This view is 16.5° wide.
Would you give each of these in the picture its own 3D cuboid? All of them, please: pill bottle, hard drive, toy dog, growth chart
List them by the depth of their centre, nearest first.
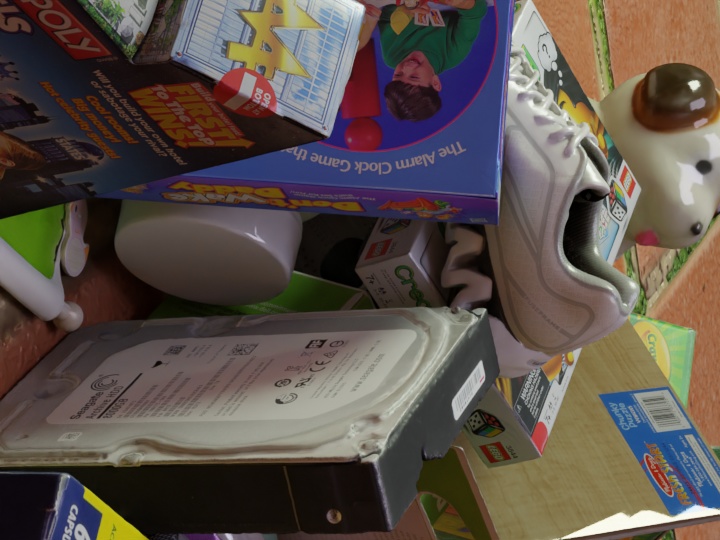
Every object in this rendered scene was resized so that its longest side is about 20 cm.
[{"bbox_3d":[-0.057,0.061,1.032,0.140,0.200,0.038,-48,129,-56],"label":"hard drive"},{"bbox_3d":[-0.141,-0.084,1.077,0.145,0.018,0.200,35,58,-62],"label":"growth chart"},{"bbox_3d":[-0.053,-0.089,1.161,0.112,0.112,0.200,53,41,-53],"label":"pill bottle"},{"bbox_3d":[0.127,-0.058,1.459,0.140,0.200,0.194,65,33,-43],"label":"toy dog"}]

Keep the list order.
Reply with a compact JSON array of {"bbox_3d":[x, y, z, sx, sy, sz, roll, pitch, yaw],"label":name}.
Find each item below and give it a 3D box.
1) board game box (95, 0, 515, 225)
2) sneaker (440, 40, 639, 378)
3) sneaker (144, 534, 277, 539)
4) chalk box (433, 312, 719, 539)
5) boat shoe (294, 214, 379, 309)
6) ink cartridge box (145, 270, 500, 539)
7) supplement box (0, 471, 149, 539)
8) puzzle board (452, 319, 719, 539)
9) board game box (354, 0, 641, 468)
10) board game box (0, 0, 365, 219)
[{"bbox_3d":[-0.036,-0.095,1.045,0.045,0.200,0.135,75,20,-77],"label":"board game box"},{"bbox_3d":[0.066,-0.057,1.087,0.075,0.081,0.200,-13,86,-54],"label":"sneaker"},{"bbox_3d":[-0.067,0.202,1.167,0.200,0.078,0.140,57,39,-35],"label":"sneaker"},{"bbox_3d":[0.106,0.094,1.367,0.124,0.200,0.124,122,-17,-60],"label":"chalk box"},{"bbox_3d":[0.000,0.000,1.226,0.060,0.074,0.200,42,11,-51],"label":"boat shoe"},{"bbox_3d":[0.005,0.085,1.159,0.076,0.200,0.148,-49,136,-31],"label":"ink cartridge box"},{"bbox_3d":[-0.127,0.165,0.979,0.200,0.109,0.109,51,43,-55],"label":"supplement box"},{"bbox_3d":[0.088,0.060,1.265,0.200,0.151,0.017,61,-38,35],"label":"puzzle board"},{"bbox_3d":[0.070,-0.021,1.179,0.126,0.035,0.200,56,38,-27],"label":"board game box"},{"bbox_3d":[-0.112,-0.093,0.894,0.200,0.200,0.062,49,47,-49],"label":"board game box"}]
